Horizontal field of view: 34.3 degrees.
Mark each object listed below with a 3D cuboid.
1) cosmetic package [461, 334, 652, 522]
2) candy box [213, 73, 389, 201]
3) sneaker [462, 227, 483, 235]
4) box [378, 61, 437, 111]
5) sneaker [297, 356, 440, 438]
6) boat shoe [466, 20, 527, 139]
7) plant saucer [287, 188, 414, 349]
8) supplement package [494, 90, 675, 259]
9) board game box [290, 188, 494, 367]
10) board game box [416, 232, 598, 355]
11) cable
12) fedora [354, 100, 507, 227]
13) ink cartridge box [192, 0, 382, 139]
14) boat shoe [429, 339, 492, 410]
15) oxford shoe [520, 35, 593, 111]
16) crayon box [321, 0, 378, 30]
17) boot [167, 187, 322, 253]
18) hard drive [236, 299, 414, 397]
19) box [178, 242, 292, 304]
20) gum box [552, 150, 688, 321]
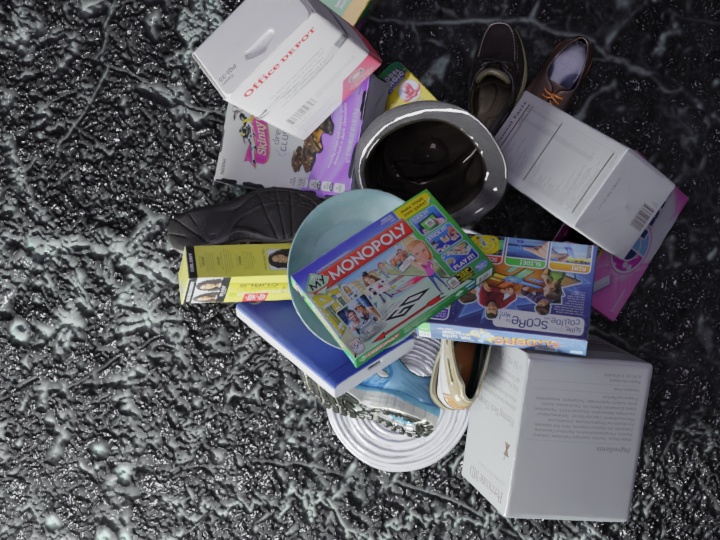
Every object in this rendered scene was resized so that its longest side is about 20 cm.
[{"bbox_3d":[0.239,0.187,1.446,0.166,0.167,0.200,5,97,-15],"label":"cosmetic package"},{"bbox_3d":[-0.078,-0.180,1.532,0.200,0.072,0.168,10,90,23],"label":"candy box"},{"bbox_3d":[0.150,0.016,1.520,0.200,0.074,0.118,29,93,-11],"label":"sneaker"},{"bbox_3d":[0.076,-0.171,1.558,0.117,0.048,0.200,-43,88,4],"label":"box"},{"bbox_3d":[0.014,0.140,1.486,0.200,0.078,0.090,20,59,12],"label":"sneaker"},{"bbox_3d":[0.177,-0.243,1.518,0.073,0.065,0.200,1,69,12],"label":"boat shoe"},{"bbox_3d":[0.000,0.000,1.441,0.201,0.039,0.201,-1,92,-21],"label":"plant saucer"},{"bbox_3d":[0.260,-0.120,1.428,0.114,0.110,0.200,-55,41,8],"label":"supplement package"},{"bbox_3d":[0.038,0.006,1.373,0.200,0.029,0.135,-34,66,-13],"label":"board game box"},{"bbox_3d":[0.175,0.024,1.388,0.200,0.034,0.135,7,58,12],"label":"board game box"},{"bbox_3d":[0.053,0.164,1.542,0.200,0.069,0.200,-34,86,3],"label":"cable"},{"bbox_3d":[0.092,-0.142,1.451,0.200,0.090,0.177,-30,109,33],"label":"fedora"},{"bbox_3d":[-0.082,-0.253,1.392,0.147,0.200,0.083,-42,68,13],"label":"ink cartridge box"},{"bbox_3d":[0.135,0.072,1.434,0.075,0.068,0.200,10,79,-22],"label":"boat shoe"},{"bbox_3d":[0.239,-0.221,1.531,0.071,0.073,0.200,27,92,4],"label":"oxford shoe"},{"bbox_3d":[-0.038,-0.429,1.566,0.172,0.058,0.200,32,92,3],"label":"crayon box"},{"bbox_3d":[-0.145,-0.044,1.522,0.200,0.151,0.073,-14,76,-6],"label":"boot"},{"bbox_3d":[-0.047,0.071,1.493,0.132,0.025,0.200,-30,48,-29],"label":"hard drive"},{"bbox_3d":[-0.124,0.003,1.465,0.200,0.075,0.050,-2,62,-18],"label":"box"},{"bbox_3d":[0.325,-0.050,1.496,0.066,0.113,0.200,32,92,50],"label":"gum box"}]
